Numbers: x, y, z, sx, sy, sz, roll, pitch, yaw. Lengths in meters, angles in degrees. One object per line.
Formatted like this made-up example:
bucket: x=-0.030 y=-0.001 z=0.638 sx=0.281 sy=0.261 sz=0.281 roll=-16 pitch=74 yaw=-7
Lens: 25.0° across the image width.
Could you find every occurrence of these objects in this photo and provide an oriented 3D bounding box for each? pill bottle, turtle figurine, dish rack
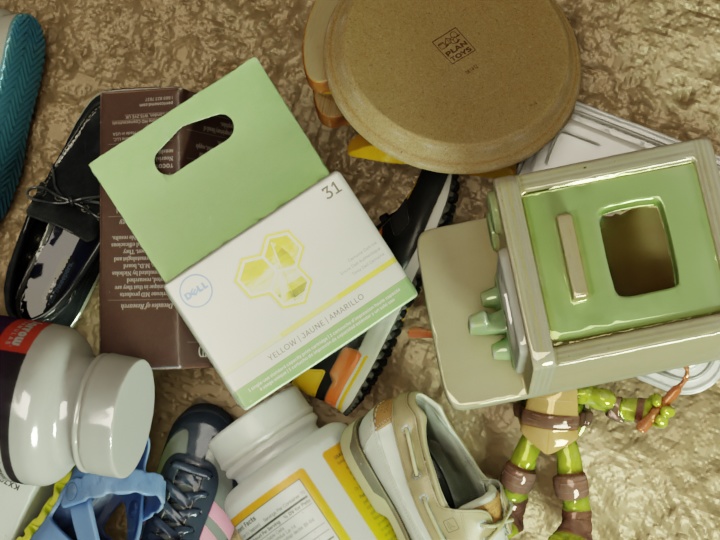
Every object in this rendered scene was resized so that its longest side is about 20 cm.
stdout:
pill bottle: x=-0.249 y=0.086 z=1.117 sx=0.199 sy=0.111 sz=0.112 roll=8 pitch=90 yaw=11
turtle figurine: x=0.126 y=0.110 z=1.160 sx=0.199 sy=0.064 sz=0.162 roll=8 pitch=97 yaw=2
dish rack: x=0.188 y=-0.019 z=1.164 sx=0.199 sy=0.044 sz=0.172 roll=22 pitch=92 yaw=11
pill bottle: x=-0.023 y=0.186 z=1.160 sx=0.109 sy=0.109 sz=0.200 roll=-35 pitch=83 yaw=7

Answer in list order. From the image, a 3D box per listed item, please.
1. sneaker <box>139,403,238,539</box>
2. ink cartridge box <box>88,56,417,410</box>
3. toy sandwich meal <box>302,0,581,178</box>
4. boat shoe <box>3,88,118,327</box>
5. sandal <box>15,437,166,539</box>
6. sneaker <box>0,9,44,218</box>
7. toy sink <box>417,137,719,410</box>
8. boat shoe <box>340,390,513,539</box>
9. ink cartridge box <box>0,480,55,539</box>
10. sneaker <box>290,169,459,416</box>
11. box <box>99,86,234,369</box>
sneaker: x=-0.133 y=0.198 z=1.193 sx=0.070 sy=0.082 sz=0.201 roll=10 pitch=90 yaw=10
ink cartridge box: x=-0.075 y=-0.028 z=1.112 sx=0.145 sy=0.048 sz=0.200 roll=-33 pitch=94 yaw=-5
toy sandwich meal: x=0.056 y=-0.143 z=1.166 sx=0.204 sy=0.070 sz=0.206 roll=2 pitch=65 yaw=-4
boat shoe: x=-0.214 y=-0.042 z=1.226 sx=0.074 sy=0.062 sz=0.201 roll=24 pitch=91 yaw=12
sandal: x=-0.196 y=0.198 z=1.166 sx=0.087 sy=0.079 sz=0.201 roll=28 pitch=101 yaw=50
sneaker: x=-0.305 y=-0.103 z=1.235 sx=0.080 sy=0.076 sz=0.201 roll=14 pitch=85 yaw=18
toy sink: x=0.142 y=0.005 z=1.070 sx=0.199 sy=0.112 sz=0.131 roll=-10 pitch=76 yaw=1
boat shoe: x=0.068 y=0.175 z=1.118 sx=0.068 sy=0.075 sz=0.200 roll=-38 pitch=88 yaw=31
ink cartridge box: x=-0.308 y=0.169 z=1.224 sx=0.146 sy=0.083 sz=0.201 roll=25 pitch=93 yaw=10
sneaker: x=0.000 y=0.000 z=1.181 sx=0.090 sy=0.070 sz=0.201 roll=25 pitch=95 yaw=7
box: x=-0.137 y=-0.028 z=1.186 sx=0.075 sy=0.100 sz=0.201 roll=1 pitch=89 yaw=23
